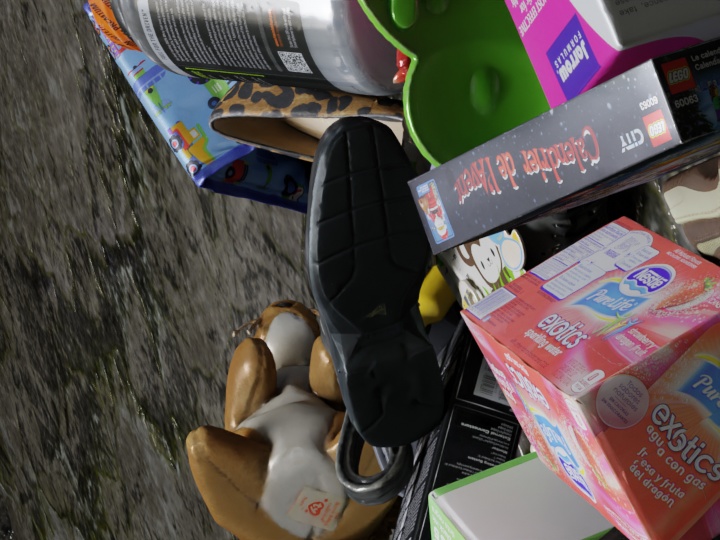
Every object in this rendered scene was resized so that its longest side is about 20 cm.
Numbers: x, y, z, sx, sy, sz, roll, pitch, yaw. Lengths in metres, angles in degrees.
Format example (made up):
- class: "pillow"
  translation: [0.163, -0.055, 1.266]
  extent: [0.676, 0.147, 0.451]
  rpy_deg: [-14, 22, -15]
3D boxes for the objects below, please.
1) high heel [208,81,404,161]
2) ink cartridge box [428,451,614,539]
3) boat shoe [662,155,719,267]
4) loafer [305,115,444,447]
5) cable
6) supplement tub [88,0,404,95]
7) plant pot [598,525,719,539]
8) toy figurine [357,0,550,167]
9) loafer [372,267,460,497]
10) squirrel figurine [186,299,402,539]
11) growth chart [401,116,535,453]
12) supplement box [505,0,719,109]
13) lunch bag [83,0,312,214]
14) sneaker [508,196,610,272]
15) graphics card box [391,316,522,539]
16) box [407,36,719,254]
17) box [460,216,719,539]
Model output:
- class: "high heel"
  translation: [0.005, -0.060, 1.649]
  extent: [0.200, 0.142, 0.072]
  rpy_deg: [-126, 25, -43]
- class: "ink cartridge box"
  translation: [0.121, 0.195, 1.540]
  extent: [0.084, 0.145, 0.201]
  rpy_deg: [47, 149, 48]
- class: "boat shoe"
  translation: [0.196, -0.027, 1.252]
  extent: [0.202, 0.074, 0.075]
  rpy_deg: [151, 96, -82]
- class: "loafer"
  translation: [0.000, 0.000, 1.585]
  extent: [0.072, 0.072, 0.201]
  rpy_deg: [-123, 25, -59]
- class: "cable"
  translation: [0.004, 0.055, 1.689]
  extent: [0.200, 0.097, 0.050]
  rpy_deg: [-68, -32, -46]
- class: "supplement tub"
  translation: [-0.055, -0.169, 1.634]
  extent: [0.199, 0.122, 0.123]
  rpy_deg: [8, 119, 34]
- class: "plant pot"
  translation: [0.185, 0.216, 1.331]
  extent: [0.200, 0.177, 0.201]
  rpy_deg: [-129, 27, -49]
- class: "toy figurine"
  translation: [0.052, -0.146, 1.460]
  extent: [0.184, 0.149, 0.201]
  rpy_deg: [-161, 71, -82]
- class: "loafer"
  translation: [0.033, 0.047, 1.790]
  extent: [0.063, 0.071, 0.201]
  rpy_deg: [84, 179, -82]
- class: "squirrel figurine"
  translation: [-0.040, 0.123, 1.944]
  extent: [0.187, 0.141, 0.201]
  rpy_deg: [-106, 1, -59]
- class: "growth chart"
  translation: [0.067, 0.007, 1.536]
  extent: [0.200, 0.018, 0.145]
  rpy_deg: [58, 162, 29]
- class: "supplement box"
  translation: [0.109, -0.186, 1.299]
  extent: [0.201, 0.103, 0.101]
  rpy_deg: [66, 161, 12]
- class: "lunch bag"
  translation: [-0.073, -0.115, 1.853]
  extent: [0.151, 0.094, 0.200]
  rpy_deg: [57, -171, 21]
- class: "sneaker"
  translation: [0.116, -0.025, 1.488]
  extent: [0.100, 0.070, 0.200]
  rpy_deg: [65, 165, 11]
- class: "graphics card box"
  translation: [0.056, 0.123, 1.651]
  extent: [0.126, 0.051, 0.201]
  rpy_deg: [112, 174, -63]
- class: "box"
  translation: [0.128, -0.064, 1.233]
  extent: [0.200, 0.136, 0.038]
  rpy_deg: [-25, 84, 58]
- class: "box"
  translation: [0.134, 0.052, 1.341]
  extent: [0.095, 0.102, 0.200]
  rpy_deg: [61, 173, -16]
